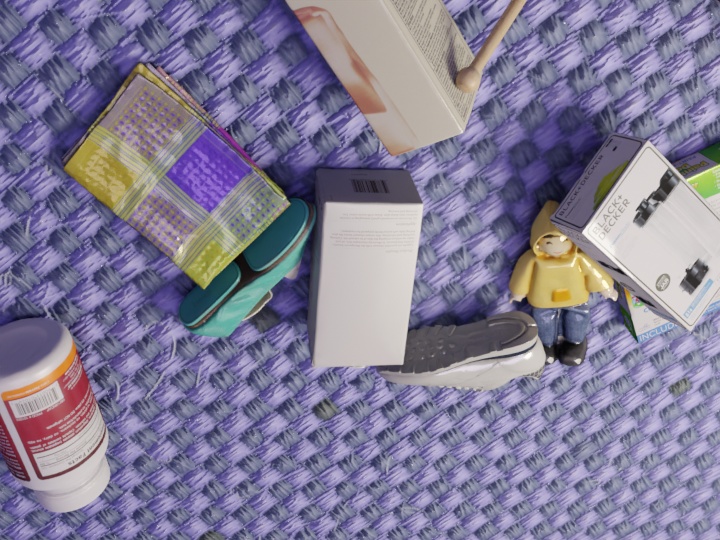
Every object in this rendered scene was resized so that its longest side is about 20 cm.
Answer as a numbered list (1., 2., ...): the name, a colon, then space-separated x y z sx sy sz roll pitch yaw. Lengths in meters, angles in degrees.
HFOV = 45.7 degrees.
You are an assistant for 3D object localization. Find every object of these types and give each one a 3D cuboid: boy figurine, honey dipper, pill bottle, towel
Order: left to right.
1. pill bottle: -0.343 0.162 0.932 0.111 0.113 0.202 -11 122 -4
2. towel: -0.184 -0.089 0.848 0.143 0.023 0.200 -41 109 14
3. honey dipper: 0.144 -0.245 0.772 0.038 0.038 0.201 39 78 -28
4. boy figurine: 0.231 0.015 0.974 0.123 0.065 0.202 3 128 15

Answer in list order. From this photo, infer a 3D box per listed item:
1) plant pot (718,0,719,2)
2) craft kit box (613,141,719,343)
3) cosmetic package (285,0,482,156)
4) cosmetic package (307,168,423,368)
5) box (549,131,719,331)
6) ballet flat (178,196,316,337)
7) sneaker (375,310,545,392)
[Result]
1. plant pot: 0.399 -0.323 0.749 0.174 0.201 0.202 -9 123 10
2. craft kit box: 0.387 -0.035 0.997 0.198 0.049 0.199 -23 125 3
3. cosmetic package: 0.021 -0.217 0.768 0.086 0.104 0.201 -13 127 35
4. cosmetic package: 0.000 0.000 0.917 0.106 0.085 0.202 1 121 -11
5. box: 0.308 -0.038 0.903 0.199 0.060 0.117 37 91 -26
6. ballet flat: -0.109 0.000 0.917 0.200 0.068 0.070 -42 143 15
7. sneaker: 0.116 0.111 0.999 0.197 0.077 0.081 -9 132 16
